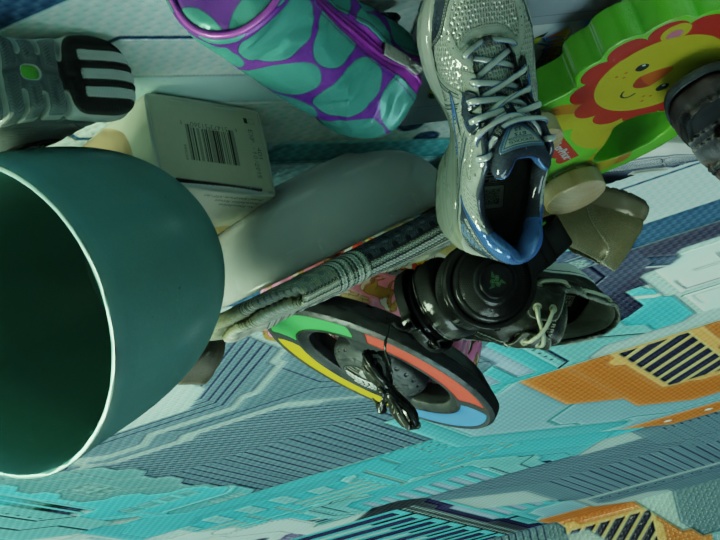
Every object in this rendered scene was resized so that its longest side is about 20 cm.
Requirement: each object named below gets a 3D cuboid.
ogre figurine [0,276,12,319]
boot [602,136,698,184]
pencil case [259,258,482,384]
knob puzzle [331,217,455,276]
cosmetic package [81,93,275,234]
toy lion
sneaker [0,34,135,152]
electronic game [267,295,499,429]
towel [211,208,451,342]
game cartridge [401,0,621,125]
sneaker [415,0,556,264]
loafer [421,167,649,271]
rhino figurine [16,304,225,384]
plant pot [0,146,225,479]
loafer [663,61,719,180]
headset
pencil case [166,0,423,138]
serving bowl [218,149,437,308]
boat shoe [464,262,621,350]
[{"bbox_3d":[-0.324,0.000,1.194,0.120,0.200,0.098,13,112,-25],"label":"ogre figurine"},{"bbox_3d":[0.237,-0.112,1.290,0.200,0.073,0.090,-7,169,12],"label":"boot"},{"bbox_3d":[0.009,0.040,1.420,0.200,0.087,0.083,14,136,17],"label":"pencil case"},{"bbox_3d":[0.058,-0.007,1.426,0.219,0.030,0.220,17,157,7],"label":"knob puzzle"},{"bbox_3d":[-0.164,-0.050,1.209,0.105,0.071,0.200,4,156,-39],"label":"cosmetic package"},{"bbox_3d":[0.184,-0.126,1.126,0.192,0.069,0.200,-25,159,14],"label":"toy lion"},{"bbox_3d":[-0.247,-0.101,1.016,0.200,0.075,0.115,5,157,-42],"label":"sneaker"},{"bbox_3d":[0.016,0.075,1.306,0.200,0.042,0.200,23,163,8],"label":"electronic game"},{"bbox_3d":[0.000,0.000,1.156,0.192,0.035,0.200,-26,-178,-26],"label":"towel"},{"bbox_3d":[0.101,-0.157,1.118,0.133,0.041,0.200,-11,162,-12],"label":"game cartridge"},{"bbox_3d":[0.088,-0.095,1.011,0.077,0.200,0.085,-15,-155,-14],"label":"sneaker"},{"bbox_3d":[0.130,-0.041,1.328,0.200,0.068,0.076,7,172,28],"label":"loafer"},{"bbox_3d":[-0.173,0.040,1.213,0.060,0.088,0.200,-26,159,32],"label":"rhino figurine"},{"bbox_3d":[-0.183,0.011,1.053,0.200,0.201,0.161,-26,180,35],"label":"plant pot"},{"bbox_3d":[0.271,-0.088,1.148,0.072,0.063,0.200,-32,155,18],"label":"loafer"},{"bbox_3d":[0.076,0.030,1.177,0.200,0.094,0.123,-32,-177,-35],"label":"headset"},{"bbox_3d":[-0.034,-0.146,0.991,0.092,0.085,0.200,-3,167,26],"label":"pencil case"},{"bbox_3d":[-0.032,-0.041,1.245,0.200,0.066,0.200,-27,-179,1],"label":"serving bowl"},{"bbox_3d":[0.140,0.030,1.346,0.200,0.064,0.071,-4,122,-45],"label":"boat shoe"}]
